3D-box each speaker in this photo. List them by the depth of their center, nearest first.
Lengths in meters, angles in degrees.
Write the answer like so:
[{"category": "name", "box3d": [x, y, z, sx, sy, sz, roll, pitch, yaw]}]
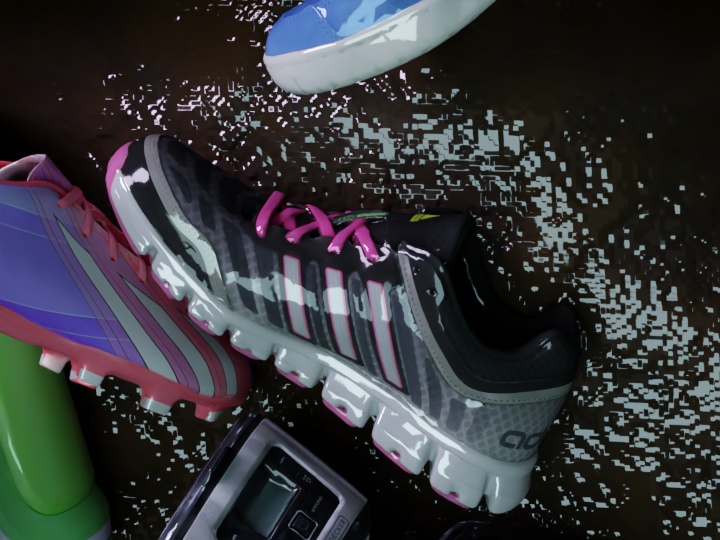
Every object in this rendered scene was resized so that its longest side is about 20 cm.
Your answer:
[{"category": "speaker", "box3d": [-0.158, 0.033, 1.145, 0.088, 0.088, 0.201, -11, 104, 19]}]

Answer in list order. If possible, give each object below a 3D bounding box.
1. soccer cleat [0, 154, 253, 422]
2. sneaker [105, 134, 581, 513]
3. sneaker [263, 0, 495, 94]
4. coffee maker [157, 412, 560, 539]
[{"category": "soccer cleat", "box3d": [-0.107, -0.001, 1.089, 0.067, 0.199, 0.077, 16, 84, 49]}, {"category": "sneaker", "box3d": [0.000, 0.000, 1.100, 0.199, 0.074, 0.088, 36, 110, -1]}, {"category": "sneaker", "box3d": [0.032, -0.151, 1.036, 0.199, 0.077, 0.112, -30, 103, 18]}, {"category": "coffee maker", "box3d": [0.001, 0.173, 1.118, 0.199, 0.135, 0.193, 29, 117, 8]}]
